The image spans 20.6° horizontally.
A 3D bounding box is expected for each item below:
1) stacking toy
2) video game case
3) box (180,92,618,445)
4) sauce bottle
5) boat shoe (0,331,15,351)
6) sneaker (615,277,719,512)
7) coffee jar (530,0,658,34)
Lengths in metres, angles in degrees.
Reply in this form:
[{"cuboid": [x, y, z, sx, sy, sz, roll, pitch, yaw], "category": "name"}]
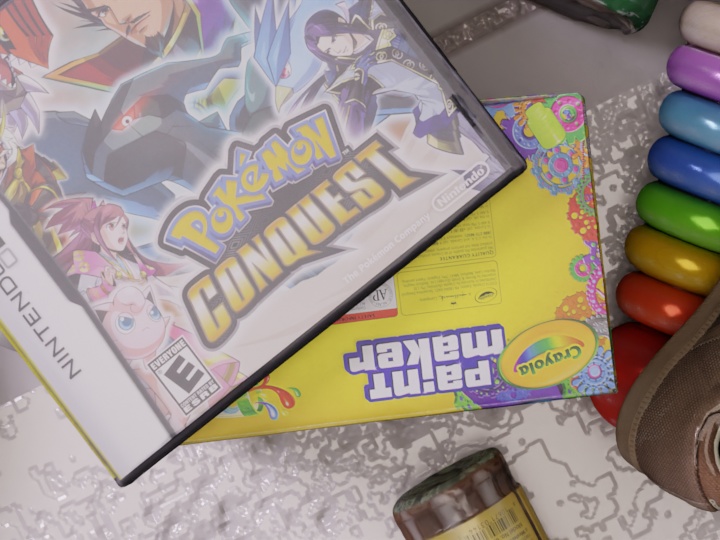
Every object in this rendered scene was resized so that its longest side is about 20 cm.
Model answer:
[{"cuboid": [0.159, -0.019, 0.924, 0.085, 0.085, 0.202, 19, 99, 1], "category": "stacking toy"}, {"cuboid": [-0.068, -0.049, 0.759, 0.199, 0.026, 0.181, -38, 88, 2], "category": "video game case"}, {"cuboid": [0.000, 0.000, 0.866, 0.198, 0.193, 0.123, -7, 90, 3], "category": "box"}, {"cuboid": [0.083, 0.185, 0.930, 0.064, 0.065, 0.201, -26, 89, 2], "category": "sauce bottle"}, {"cuboid": [-0.211, -0.048, 0.924, 0.200, 0.071, 0.070, 44, 94, -6], "category": "boat shoe"}, {"cuboid": [0.196, 0.018, 0.872, 0.075, 0.070, 0.201, 34, 91, 41], "category": "sneaker"}, {"cuboid": [0.122, -0.219, 0.911, 0.103, 0.085, 0.202, 23, 91, 0], "category": "coffee jar"}]
